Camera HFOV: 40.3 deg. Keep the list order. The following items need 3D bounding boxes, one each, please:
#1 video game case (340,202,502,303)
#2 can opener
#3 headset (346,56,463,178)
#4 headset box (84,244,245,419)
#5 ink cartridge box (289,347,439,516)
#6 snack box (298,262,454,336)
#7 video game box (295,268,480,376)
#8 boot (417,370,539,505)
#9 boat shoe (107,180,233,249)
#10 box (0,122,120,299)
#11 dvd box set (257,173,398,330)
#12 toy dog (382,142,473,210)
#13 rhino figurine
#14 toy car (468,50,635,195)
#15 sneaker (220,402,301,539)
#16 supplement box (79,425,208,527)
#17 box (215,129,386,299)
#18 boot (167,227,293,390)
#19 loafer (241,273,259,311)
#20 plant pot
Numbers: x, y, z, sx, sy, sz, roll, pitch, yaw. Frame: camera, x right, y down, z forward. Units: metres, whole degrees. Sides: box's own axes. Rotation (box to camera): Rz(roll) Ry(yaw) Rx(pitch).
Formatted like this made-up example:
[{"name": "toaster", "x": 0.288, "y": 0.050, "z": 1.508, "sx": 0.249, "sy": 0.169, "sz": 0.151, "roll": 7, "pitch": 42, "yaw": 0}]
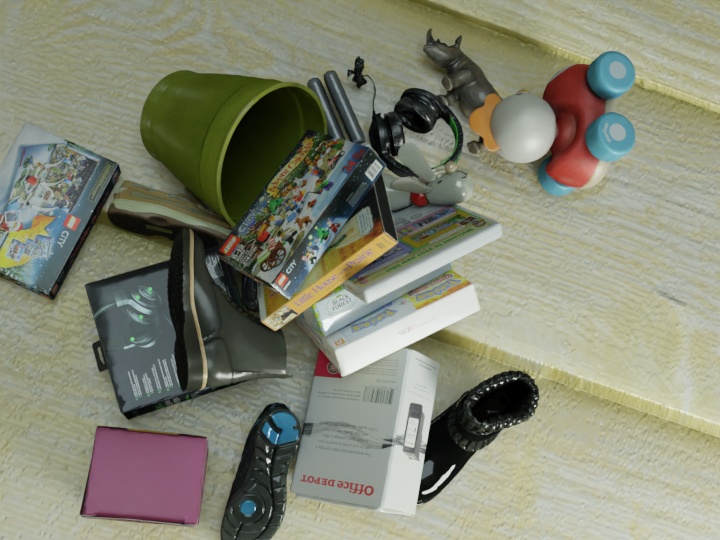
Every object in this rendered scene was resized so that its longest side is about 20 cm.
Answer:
[{"name": "video game case", "x": 0.047, "y": -0.035, "z": 1.231, "sx": 0.199, "sy": 0.182, "sz": 0.022, "roll": -26, "pitch": 118, "yaw": -20}, {"name": "can opener", "x": -0.018, "y": -0.190, "z": 1.389, "sx": 0.052, "sy": 0.066, "sz": 0.201, "roll": -22, "pitch": 81, "yaw": 0}, {"name": "headset", "x": 0.059, "y": -0.218, "z": 1.391, "sx": 0.123, "sy": 0.094, "sz": 0.200, "roll": -39, "pitch": 71, "yaw": -16}, {"name": "headset box", "x": -0.247, "y": 0.083, "z": 1.271, "sx": 0.199, "sy": 0.093, "sz": 0.175, "roll": -18, "pitch": 80, "yaw": -12}, {"name": "ink cartridge box", "x": 0.007, "y": 0.202, "z": 1.251, "sx": 0.145, "sy": 0.083, "sz": 0.201, "roll": 1, "pitch": 72, "yaw": 35}, {"name": "snack box", "x": 0.000, "y": 0.000, "z": 1.274, "sx": 0.200, "sy": 0.142, "sz": 0.053, "roll": -27, "pitch": 116, "yaw": -19}, {"name": "video game box", "x": 0.026, "y": 0.045, "z": 1.282, "sx": 0.199, "sy": 0.182, "sz": 0.047, "roll": -25, "pitch": 118, "yaw": -14}, {"name": "boot", "x": 0.128, "y": 0.214, "z": 1.261, "sx": 0.079, "sy": 0.158, "sz": 0.211, "roll": 44, "pitch": 73, "yaw": 1}, {"name": "boat shoe", "x": -0.237, "y": -0.079, "z": 1.329, "sx": 0.199, "sy": 0.072, "sz": 0.076, "roll": 17, "pitch": 63, "yaw": -4}, {"name": "box", "x": -0.427, "y": -0.080, "z": 1.304, "sx": 0.136, "sy": 0.038, "sz": 0.201, "roll": 25, "pitch": 74, "yaw": -2}, {"name": "dvd box set", "x": -0.048, "y": -0.035, "z": 1.201, "sx": 0.029, "sy": 0.200, "sz": 0.147, "roll": 36, "pitch": 30, "yaw": -36}, {"name": "toy dog", "x": 0.037, "y": -0.124, "z": 1.273, "sx": 0.199, "sy": 0.132, "sz": 0.097, "roll": -16, "pitch": 118, "yaw": 0}, {"name": "rhino figurine", "x": 0.152, "y": -0.271, "z": 1.435, "sx": 0.087, "sy": 0.060, "sz": 0.200, "roll": -26, "pitch": 80, "yaw": -33}, {"name": "toy car", "x": 0.248, "y": -0.212, "z": 1.361, "sx": 0.199, "sy": 0.184, "sz": 0.178, "roll": 8, "pitch": 75, "yaw": -14}, {"name": "sneaker", "x": -0.126, "y": 0.267, "z": 1.260, "sx": 0.073, "sy": 0.082, "sz": 0.201, "roll": 21, "pitch": 93, "yaw": -13}, {"name": "supplement box", "x": -0.252, "y": 0.250, "z": 1.174, "sx": 0.130, "sy": 0.200, "sz": 0.104, "roll": 8, "pitch": 75, "yaw": -8}, {"name": "box", "x": -0.075, "y": -0.073, "z": 1.190, "sx": 0.200, "sy": 0.136, "sz": 0.038, "roll": -55, "pitch": 130, "yaw": -9}, {"name": "boot", "x": -0.162, "y": 0.048, "z": 1.218, "sx": 0.138, "sy": 0.077, "sz": 0.201, "roll": 0, "pitch": 74, "yaw": -25}, {"name": "loafer", "x": -0.105, "y": -0.035, "z": 1.332, "sx": 0.070, "sy": 0.068, "sz": 0.201, "roll": 15, "pitch": 70, "yaw": 13}, {"name": "plant pot", "x": -0.181, "y": -0.175, "z": 1.285, "sx": 0.192, "sy": 0.201, "sz": 0.201, "roll": 26, "pitch": 71, "yaw": 31}]
